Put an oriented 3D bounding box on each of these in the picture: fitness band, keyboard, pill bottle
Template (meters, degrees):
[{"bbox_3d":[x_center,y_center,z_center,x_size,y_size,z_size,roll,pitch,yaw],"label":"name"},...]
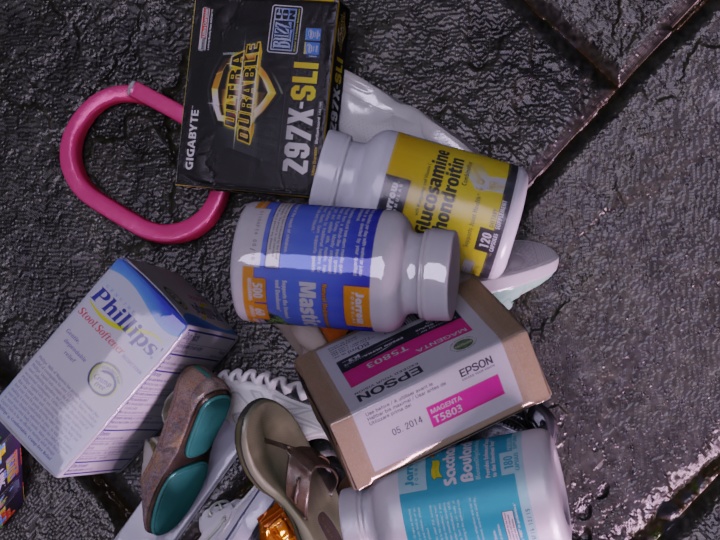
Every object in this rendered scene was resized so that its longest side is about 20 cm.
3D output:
[{"bbox_3d":[-0.226,-0.114,1.716,0.199,0.037,0.145,30,91,14],"label":"fitness band"},{"bbox_3d":[-0.181,0.220,1.688,0.056,0.011,0.201,36,92,18],"label":"keyboard"},{"bbox_3d":[0.055,-0.070,1.557,0.198,0.112,0.113,15,87,1],"label":"pill bottle"},{"bbox_3d":[0.084,0.212,1.450,0.197,0.111,0.112,-12,82,10],"label":"pill bottle"},{"bbox_3d":[-0.012,-0.002,1.482,0.197,0.112,0.114,4,85,11],"label":"pill bottle"}]

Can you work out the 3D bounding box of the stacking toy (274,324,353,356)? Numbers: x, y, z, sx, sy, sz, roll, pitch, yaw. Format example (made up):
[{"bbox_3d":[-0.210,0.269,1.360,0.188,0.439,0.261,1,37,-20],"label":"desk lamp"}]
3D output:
[{"bbox_3d":[0.000,0.000,1.625,0.199,0.146,0.147,-36,78,-9],"label":"stacking toy"}]

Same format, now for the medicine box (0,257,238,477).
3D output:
[{"bbox_3d":[-0.241,0.100,1.622,0.103,0.182,0.200,42,93,12],"label":"medicine box"}]

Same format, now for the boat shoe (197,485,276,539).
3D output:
[{"bbox_3d":[-0.136,0.265,1.639,0.066,0.074,0.201,34,87,19],"label":"boat shoe"}]

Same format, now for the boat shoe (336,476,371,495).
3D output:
[{"bbox_3d":[0.031,0.297,1.616,0.073,0.062,0.202,-24,76,24],"label":"boat shoe"}]

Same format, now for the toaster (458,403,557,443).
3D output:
[{"bbox_3d":[0.125,0.186,1.566,0.112,0.129,0.202,20,89,12],"label":"toaster"}]

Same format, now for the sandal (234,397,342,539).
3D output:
[{"bbox_3d":[-0.048,0.205,1.552,0.057,0.080,0.202,-19,110,44],"label":"sandal"}]

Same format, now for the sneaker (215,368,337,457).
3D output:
[{"bbox_3d":[-0.081,0.150,1.627,0.197,0.075,0.082,7,67,15],"label":"sneaker"}]

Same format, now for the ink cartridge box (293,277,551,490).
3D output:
[{"bbox_3d":[0.053,0.098,1.483,0.198,0.165,0.076,-24,111,-6],"label":"ink cartridge box"}]

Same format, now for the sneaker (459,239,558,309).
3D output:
[{"bbox_3d":[0.113,0.049,1.625,0.199,0.074,0.119,-23,123,-14],"label":"sneaker"}]

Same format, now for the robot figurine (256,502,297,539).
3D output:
[{"bbox_3d":[-0.068,0.340,1.593,0.144,0.058,0.201,-34,102,-8],"label":"robot figurine"}]

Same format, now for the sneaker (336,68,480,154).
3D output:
[{"bbox_3d":[0.036,-0.126,1.651,0.199,0.075,0.089,31,94,23],"label":"sneaker"}]

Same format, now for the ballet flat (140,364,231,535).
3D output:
[{"bbox_3d":[-0.184,0.176,1.636,0.067,0.068,0.201,45,122,32],"label":"ballet flat"}]

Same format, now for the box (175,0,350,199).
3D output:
[{"bbox_3d":[-0.099,-0.178,1.645,0.158,0.049,0.203,6,89,15],"label":"box"}]

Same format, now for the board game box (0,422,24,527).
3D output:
[{"bbox_3d":[-0.440,0.163,1.667,0.199,0.166,0.057,33,55,12],"label":"board game box"}]
